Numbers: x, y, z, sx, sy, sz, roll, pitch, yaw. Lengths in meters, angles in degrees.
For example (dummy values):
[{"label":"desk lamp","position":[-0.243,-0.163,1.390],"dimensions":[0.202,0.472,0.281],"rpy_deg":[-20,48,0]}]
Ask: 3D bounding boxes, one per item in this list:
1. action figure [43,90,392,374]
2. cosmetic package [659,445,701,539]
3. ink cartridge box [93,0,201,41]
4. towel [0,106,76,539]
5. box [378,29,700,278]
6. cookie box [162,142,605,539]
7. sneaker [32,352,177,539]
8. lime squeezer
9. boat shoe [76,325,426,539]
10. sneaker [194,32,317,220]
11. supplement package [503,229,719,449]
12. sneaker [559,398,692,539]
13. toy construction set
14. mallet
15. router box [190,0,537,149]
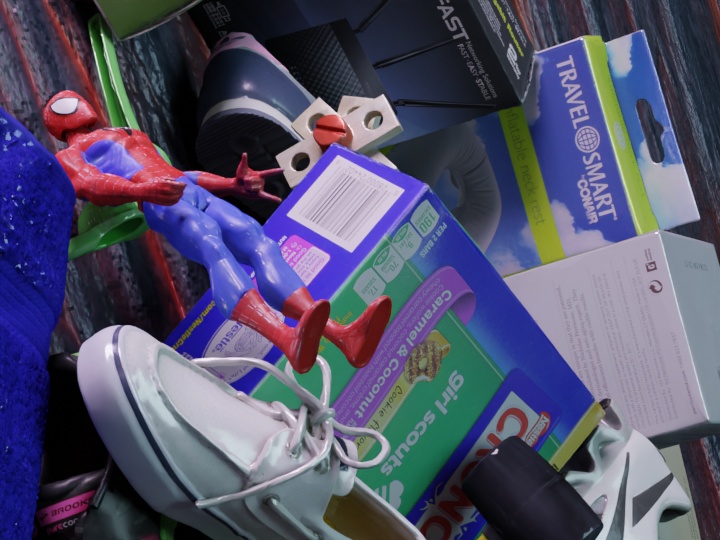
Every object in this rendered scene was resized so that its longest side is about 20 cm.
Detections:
[{"label":"action figure","position":[-0.073,-0.026,0.959],"dimensions":[0.065,0.200,0.052],"rpy_deg":[-9,124,-49]},{"label":"cosmetic package","position":[0.159,0.154,1.481],"dimensions":[0.200,0.073,0.104],"rpy_deg":[12,63,-65]},{"label":"ink cartridge box","position":[-0.130,-0.224,1.091],"dimensions":[0.200,0.059,0.104],"rpy_deg":[59,26,-14]},{"label":"towel","position":[-0.165,0.011,0.855],"dimensions":[0.148,0.050,0.200],"rpy_deg":[41,39,-41]},{"label":"box","position":[0.082,-0.055,1.285],"dimensions":[0.048,0.200,0.122],"rpy_deg":[-9,82,-67]},{"label":"cookie box","position":[0.004,0.068,1.065],"dimensions":[0.171,0.075,0.200],"rpy_deg":[-50,134,-10]},{"label":"sneaker","position":[-0.109,0.122,0.904],"dimensions":[0.084,0.077,0.200],"rpy_deg":[34,34,-48]},{"label":"lime squeezer","position":[-0.119,-0.042,1.028],"dimensions":[0.071,0.038,0.200],"rpy_deg":[58,28,-31]},{"label":"boat shoe","position":[-0.029,0.080,0.917],"dimensions":[0.202,0.086,0.075],"rpy_deg":[49,24,-35]},{"label":"sneaker","position":[-0.024,-0.052,1.213],"dimensions":[0.200,0.070,0.082],"rpy_deg":[54,25,-46]},{"label":"supplement package","position":[0.108,0.060,1.261],"dimensions":[0.114,0.200,0.110],"rpy_deg":[8,66,-64]},{"label":"sneaker","position":[0.105,0.160,1.118],"dimensions":[0.089,0.074,0.200],"rpy_deg":[43,60,-3]},{"label":"toy construction set","position":[0.000,0.000,1.140],"dimensions":[0.200,0.131,0.092],"rpy_deg":[59,23,-47]},{"label":"mallet","position":[0.033,0.172,1.041],"dimensions":[0.066,0.200,0.041],"rpy_deg":[37,-7,14]},{"label":"router box","position":[-0.013,-0.160,1.206],"dimensions":[0.200,0.150,0.062],"rpy_deg":[59,27,-29]}]
